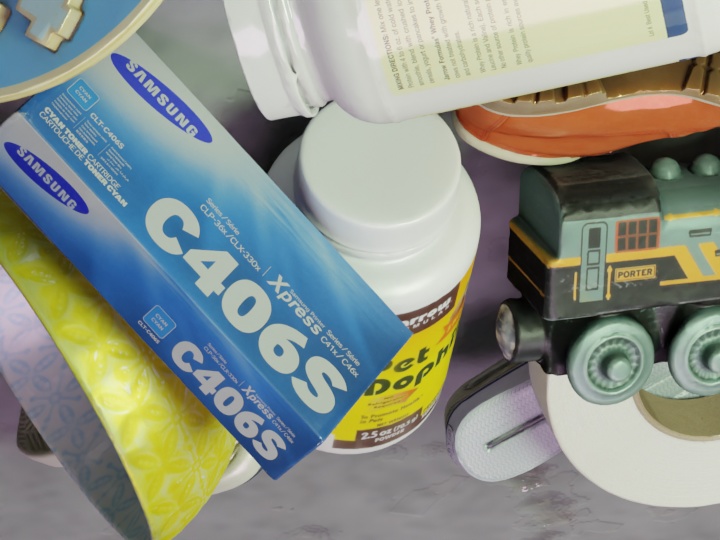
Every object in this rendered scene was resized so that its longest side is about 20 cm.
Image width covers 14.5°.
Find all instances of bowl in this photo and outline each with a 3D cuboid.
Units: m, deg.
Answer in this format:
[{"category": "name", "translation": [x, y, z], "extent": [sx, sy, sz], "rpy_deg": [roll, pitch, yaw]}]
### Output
[{"category": "bowl", "translation": [-0.113, 0.026, 1.385], "extent": [0.107, 0.200, 0.201], "rpy_deg": [-32, 152, -15]}]

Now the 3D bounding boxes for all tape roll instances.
[{"category": "tape roll", "translation": [0.187, 0.036, 1.493], "extent": [0.201, 0.037, 0.204], "rpy_deg": [-9, 126, -12]}]

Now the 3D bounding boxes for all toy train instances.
[{"category": "toy train", "translation": [0.162, -0.003, 1.389], "extent": [0.198, 0.085, 0.115], "rpy_deg": [-6, 115, -14]}]

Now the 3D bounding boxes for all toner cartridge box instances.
[{"category": "toner cartridge box", "translation": [-0.074, -0.010, 1.285], "extent": [0.200, 0.095, 0.043], "rpy_deg": [47, 131, -5]}]

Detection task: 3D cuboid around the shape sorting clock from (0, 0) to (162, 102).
[{"category": "shape sorting clock", "translation": [-0.137, -0.160, 1.035], "extent": [0.199, 0.201, 0.039], "rpy_deg": [-18, 161, 18]}]

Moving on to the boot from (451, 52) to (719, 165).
[{"category": "boot", "translation": [0.137, -0.093, 1.330], "extent": [0.198, 0.076, 0.107], "rpy_deg": [-2, 160, -6]}]

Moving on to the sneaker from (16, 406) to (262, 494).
[{"category": "sneaker", "translation": [-0.097, 0.084, 1.513], "extent": [0.084, 0.076, 0.199], "rpy_deg": [18, 173, -40]}]

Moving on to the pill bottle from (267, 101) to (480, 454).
[{"category": "pill bottle", "translation": [0.000, 0.000, 1.402], "extent": [0.108, 0.110, 0.200], "rpy_deg": [-2, 148, -7]}]

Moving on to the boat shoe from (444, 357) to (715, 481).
[{"category": "boat shoe", "translation": [0.133, 0.048, 1.553], "extent": [0.199, 0.062, 0.072], "rpy_deg": [-23, 115, -2]}]

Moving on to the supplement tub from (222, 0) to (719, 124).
[{"category": "supplement tub", "translation": [0.046, -0.141, 1.150], "extent": [0.198, 0.146, 0.145], "rpy_deg": [-11, 148, 7]}]
